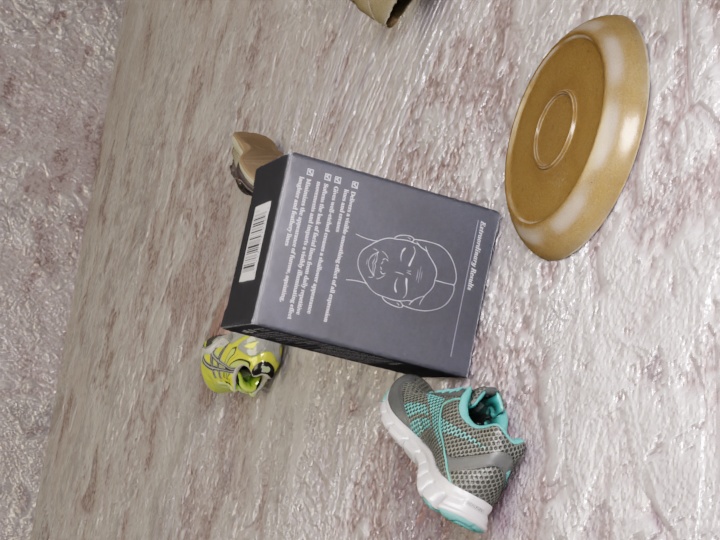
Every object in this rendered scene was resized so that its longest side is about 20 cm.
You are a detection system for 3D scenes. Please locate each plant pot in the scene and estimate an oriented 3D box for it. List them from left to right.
[{"bbox_3d":[0.162,-0.108,1.156,0.200,0.027,0.201,-166,90,-70],"label":"plant pot"}]

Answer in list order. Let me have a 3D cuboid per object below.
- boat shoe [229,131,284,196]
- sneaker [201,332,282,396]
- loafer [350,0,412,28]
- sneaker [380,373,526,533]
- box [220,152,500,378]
[{"bbox_3d":[-0.137,-0.130,1.965,0.200,0.072,0.065,-124,39,-62],"label":"boat shoe"},{"bbox_3d":[-0.153,0.120,1.811,0.200,0.075,0.077,135,145,-58],"label":"sneaker"},{"bbox_3d":[0.068,-0.322,1.521,0.076,0.068,0.200,-35,0,-44],"label":"loafer"},{"bbox_3d":[0.080,0.126,1.176,0.091,0.077,0.200,-55,27,11],"label":"sneaker"},{"bbox_3d":[0.000,0.000,1.267,0.107,0.199,0.149,168,116,-70],"label":"box"}]
